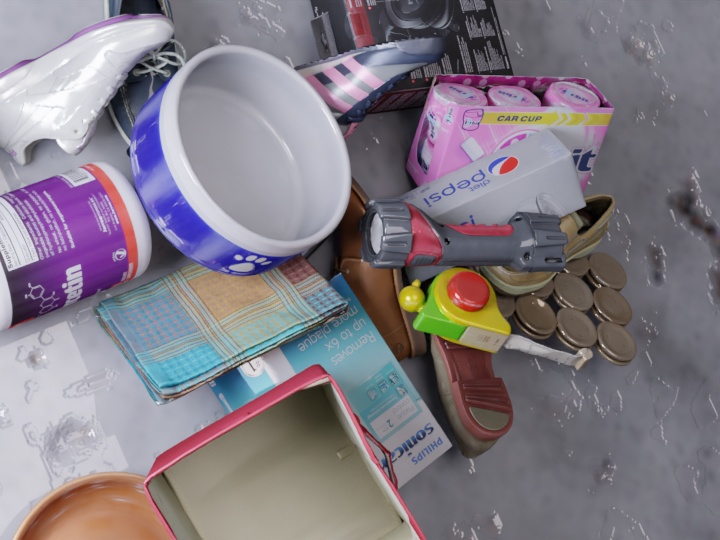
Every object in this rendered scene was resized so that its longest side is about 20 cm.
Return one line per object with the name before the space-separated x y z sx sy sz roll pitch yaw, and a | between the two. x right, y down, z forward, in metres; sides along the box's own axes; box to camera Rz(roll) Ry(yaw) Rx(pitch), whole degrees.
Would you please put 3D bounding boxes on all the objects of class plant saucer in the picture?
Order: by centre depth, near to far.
plant saucer | -0.220 0.279 1.374 0.199 0.037 0.201 7 74 -25

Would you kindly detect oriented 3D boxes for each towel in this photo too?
towel | -0.129 0.035 1.433 0.199 0.022 0.147 -26 45 -21

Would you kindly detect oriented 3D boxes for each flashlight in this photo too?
flashlight | 0.099 -0.034 1.499 0.199 0.068 0.068 -1 105 -24

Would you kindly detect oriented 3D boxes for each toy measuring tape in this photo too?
toy measuring tape | 0.132 0.042 1.521 0.199 0.074 0.074 15 70 -12

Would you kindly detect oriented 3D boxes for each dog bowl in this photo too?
dog bowl | -0.108 -0.099 1.426 0.199 0.079 0.201 20 56 -33

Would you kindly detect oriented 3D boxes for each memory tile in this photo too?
memory tile | 0.198 0.018 1.628 0.199 0.017 0.154 19 43 -20

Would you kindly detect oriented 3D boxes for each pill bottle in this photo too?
pill bottle | -0.292 -0.016 1.378 0.199 0.112 0.113 -24 87 -28

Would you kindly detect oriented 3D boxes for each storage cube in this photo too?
storage cube | -0.066 0.196 1.319 0.199 0.180 0.172 -30 92 -4

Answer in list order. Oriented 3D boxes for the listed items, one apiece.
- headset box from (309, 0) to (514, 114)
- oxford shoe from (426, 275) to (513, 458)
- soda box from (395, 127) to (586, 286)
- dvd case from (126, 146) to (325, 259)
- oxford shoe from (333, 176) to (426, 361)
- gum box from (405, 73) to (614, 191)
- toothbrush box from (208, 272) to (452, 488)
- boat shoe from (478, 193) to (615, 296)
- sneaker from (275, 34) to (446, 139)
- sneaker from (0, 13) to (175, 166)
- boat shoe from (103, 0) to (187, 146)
headset box | 0.044 -0.247 1.624 0.199 0.077 0.150 -11 81 -27
oxford shoe | 0.094 0.092 1.562 0.070 0.075 0.201 5 53 -20
soda box | 0.120 -0.063 1.563 0.199 0.064 0.069 -24 124 -6
dvd case | -0.115 -0.089 1.537 0.200 0.018 0.143 47 61 -8
oxford shoe | 0.000 0.000 1.533 0.071 0.071 0.201 -20 93 -13
gum box | 0.149 -0.137 1.615 0.199 0.114 0.066 -2 37 -26
toothbrush box | -0.033 0.129 1.478 0.146 0.085 0.201 -33 93 -28
boat shoe | 0.196 -0.039 1.608 0.072 0.076 0.200 46 42 11
sneaker | -0.003 -0.172 1.521 0.070 0.199 0.083 -23 97 -70
sneaker | -0.251 -0.167 1.434 0.199 0.075 0.100 -26 96 9
boat shoe | -0.205 -0.209 1.495 0.074 0.062 0.201 2 70 -19
